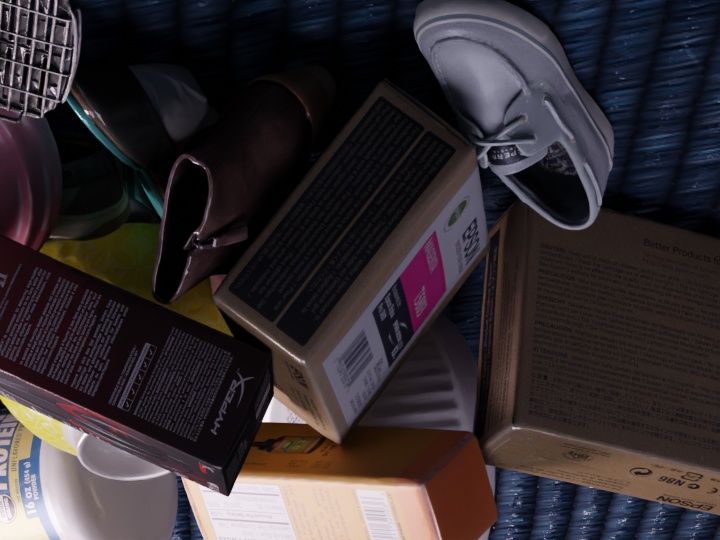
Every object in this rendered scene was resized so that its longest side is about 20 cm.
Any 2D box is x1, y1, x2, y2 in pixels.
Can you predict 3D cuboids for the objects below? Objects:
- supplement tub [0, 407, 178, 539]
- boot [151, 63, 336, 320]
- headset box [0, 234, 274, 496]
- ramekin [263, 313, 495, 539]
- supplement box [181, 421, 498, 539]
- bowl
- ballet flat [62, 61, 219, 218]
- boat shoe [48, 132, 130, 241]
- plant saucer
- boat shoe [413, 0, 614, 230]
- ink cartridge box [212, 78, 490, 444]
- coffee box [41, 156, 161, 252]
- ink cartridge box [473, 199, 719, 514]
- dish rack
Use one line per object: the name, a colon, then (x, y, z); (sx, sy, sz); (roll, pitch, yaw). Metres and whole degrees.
supplement tub: (-0.256, 0.176, 1.927); (0.199, 0.146, 0.145); (-16, 145, 32)
boot: (-0.083, -0.019, 1.482); (0.072, 0.166, 0.201); (27, 125, 15)
headset box: (-0.154, 0.053, 1.474); (0.199, 0.075, 0.149); (24, 169, 3)
ramekin: (0.004, 0.129, 1.723); (0.104, 0.201, 0.200); (-3, 156, -23)
supplement box: (-0.015, 0.140, 1.586); (0.199, 0.066, 0.069); (2, 119, 38)
bowl: (-0.150, 0.072, 1.640); (0.199, 0.108, 0.201); (-6, 145, -4)
ballet flat: (-0.122, -0.087, 1.516); (0.068, 0.068, 0.200); (-35, 157, -1)
boat shoe: (-0.238, -0.069, 1.570); (0.199, 0.072, 0.066); (10, 122, 18)
plant saucer: (-0.280, -0.062, 1.512); (0.199, 0.051, 0.202); (9, 127, 12)
boat shoe: (0.094, -0.089, 1.468); (0.070, 0.072, 0.201); (-12, 147, 28)
ink cartridge box: (0.000, 0.000, 1.501); (0.075, 0.165, 0.200); (36, 170, 15)
coffee box: (-0.142, 0.005, 1.680); (0.122, 0.044, 0.200); (-26, 141, 21)
ink cartridge box: (0.178, 0.056, 1.604); (0.199, 0.166, 0.075); (14, 154, -15)
dish rack: (-0.247, -0.157, 1.385); (0.199, 0.055, 0.154); (18, 151, -2)
